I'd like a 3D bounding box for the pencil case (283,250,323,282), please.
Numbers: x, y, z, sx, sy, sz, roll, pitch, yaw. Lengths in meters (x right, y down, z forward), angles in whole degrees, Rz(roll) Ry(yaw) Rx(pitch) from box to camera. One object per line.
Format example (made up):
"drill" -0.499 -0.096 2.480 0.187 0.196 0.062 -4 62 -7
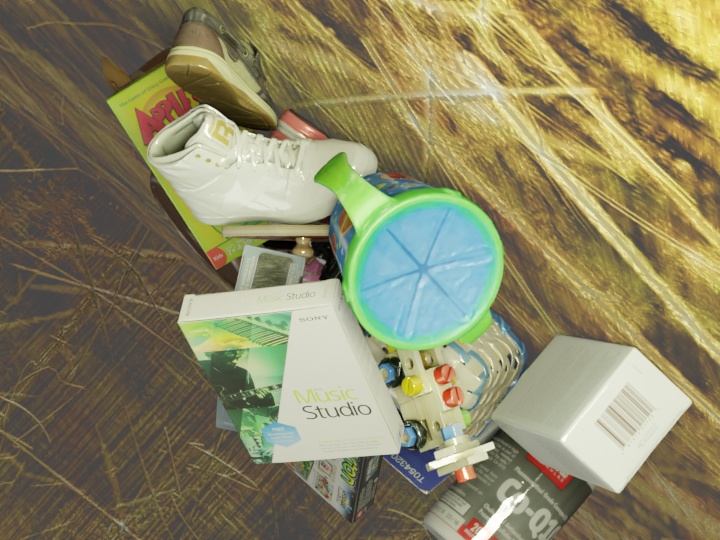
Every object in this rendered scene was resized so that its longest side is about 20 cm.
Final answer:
"pencil case" -0.010 0.039 2.180 0.200 0.086 0.083 45 -157 -18

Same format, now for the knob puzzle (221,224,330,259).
"knob puzzle" -0.030 -0.024 1.648 0.218 0.031 0.220 1 180 0

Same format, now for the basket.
"basket" 0.083 0.082 1.799 0.176 0.140 0.200 40 -154 14

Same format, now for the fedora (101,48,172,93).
"fedora" -0.182 -0.170 1.877 0.201 0.082 0.201 44 173 7

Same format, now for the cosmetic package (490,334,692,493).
"cosmetic package" 0.193 0.119 1.529 0.071 0.102 0.200 42 173 -10

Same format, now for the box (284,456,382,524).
"box" -0.028 0.169 1.819 0.110 0.035 0.201 40 150 19

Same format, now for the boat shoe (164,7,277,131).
"boat shoe" -0.113 -0.174 1.580 0.073 0.065 0.200 10 171 13

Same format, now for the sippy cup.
"sippy cup" 0.035 -0.020 1.494 0.130 0.139 0.179 -130 33 -63

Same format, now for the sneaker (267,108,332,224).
"sneaker" -0.054 -0.076 1.731 0.074 0.087 0.200 38 171 33

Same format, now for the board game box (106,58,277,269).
"board game box" -0.151 -0.113 1.764 0.201 0.101 0.048 58 -163 -13

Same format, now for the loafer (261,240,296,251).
"loafer" -0.093 -0.053 1.898 0.076 0.068 0.200 6 170 -26

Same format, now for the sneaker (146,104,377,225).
"sneaker" -0.094 -0.097 1.576 0.199 0.074 0.116 -9 145 28

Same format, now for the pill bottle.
"pill bottle" 0.168 0.216 1.813 0.114 0.200 0.114 41 172 7

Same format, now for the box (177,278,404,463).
"box" -0.058 0.092 1.560 0.143 0.036 0.201 -7 133 19

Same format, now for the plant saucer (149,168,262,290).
"plant saucer" -0.164 -0.044 1.928 0.200 0.034 0.200 45 167 13

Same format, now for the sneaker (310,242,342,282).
"sneaker" 0.000 0.000 1.851 0.079 0.074 0.200 31 -160 -17

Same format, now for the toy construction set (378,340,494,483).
"toy construction set" 0.075 0.100 1.632 0.092 0.202 0.131 8 156 -40

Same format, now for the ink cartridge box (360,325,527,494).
"ink cartridge box" 0.063 0.116 1.878 0.196 0.200 0.043 39 133 18

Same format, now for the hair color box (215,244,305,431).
"hair color box" -0.095 0.070 1.676 0.060 0.100 0.200 12 152 1
